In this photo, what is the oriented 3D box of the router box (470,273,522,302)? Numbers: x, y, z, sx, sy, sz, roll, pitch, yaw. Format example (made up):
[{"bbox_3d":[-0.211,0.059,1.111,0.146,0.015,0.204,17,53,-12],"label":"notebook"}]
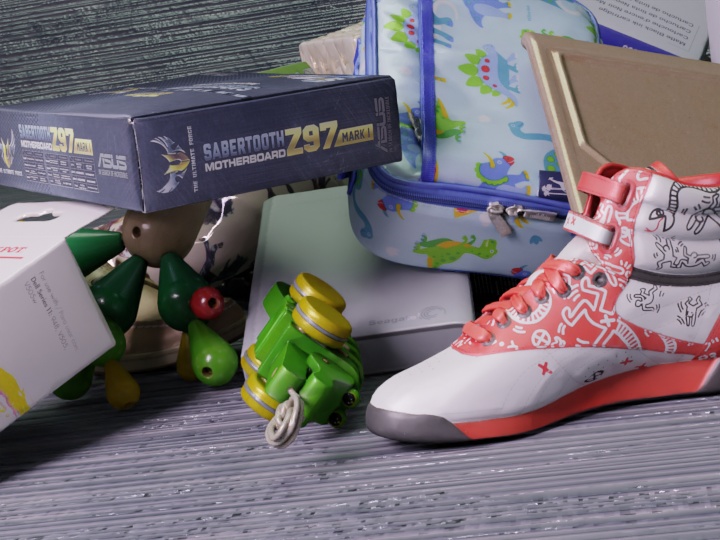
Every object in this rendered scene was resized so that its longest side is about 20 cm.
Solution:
[{"bbox_3d":[0.127,-0.023,1.026,0.148,0.052,0.199,-4,10,36],"label":"router box"}]

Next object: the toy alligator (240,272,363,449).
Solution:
[{"bbox_3d":[-0.022,0.053,0.731,0.054,0.060,0.200,32,12,-13],"label":"toy alligator"}]

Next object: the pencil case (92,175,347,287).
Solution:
[{"bbox_3d":[-0.104,-0.038,1.038,0.199,0.090,0.078,-31,-24,8],"label":"pencil case"}]

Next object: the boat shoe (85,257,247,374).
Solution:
[{"bbox_3d":[-0.162,0.027,0.952,0.198,0.065,0.071,-4,10,26],"label":"boat shoe"}]

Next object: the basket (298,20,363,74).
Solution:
[{"bbox_3d":[0.038,-0.138,1.374,0.123,0.202,0.135,-20,13,-25],"label":"basket"}]

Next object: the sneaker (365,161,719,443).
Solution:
[{"bbox_3d":[0.093,0.010,0.683,0.199,0.109,0.067,-10,9,-7],"label":"sneaker"}]

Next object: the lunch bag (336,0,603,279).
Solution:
[{"bbox_3d":[0.069,-0.090,0.888,0.159,0.083,0.201,8,48,-5],"label":"lunch bag"}]

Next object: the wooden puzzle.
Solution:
[{"bbox_3d":[0.188,-0.053,0.819,0.183,0.037,0.201,7,43,-17],"label":"wooden puzzle"}]

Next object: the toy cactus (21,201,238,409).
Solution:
[{"bbox_3d":[-0.145,-0.001,0.883,0.199,0.103,0.166,12,60,36],"label":"toy cactus"}]

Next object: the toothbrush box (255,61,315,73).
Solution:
[{"bbox_3d":[-0.056,-0.085,1.221,0.086,0.146,0.200,-40,0,17],"label":"toothbrush box"}]

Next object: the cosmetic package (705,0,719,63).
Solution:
[{"bbox_3d":[0.340,-0.127,0.990,0.197,0.202,0.123,-8,9,10],"label":"cosmetic package"}]

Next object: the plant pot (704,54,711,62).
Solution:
[{"bbox_3d":[0.188,-0.127,1.223,0.177,0.202,0.200,11,16,21],"label":"plant pot"}]

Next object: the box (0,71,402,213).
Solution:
[{"bbox_3d":[-0.096,-0.076,0.816,0.157,0.052,0.199,-15,14,-32],"label":"box"}]

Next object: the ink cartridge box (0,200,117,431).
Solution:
[{"bbox_3d":[-0.209,0.040,0.753,0.116,0.068,0.200,1,31,45],"label":"ink cartridge box"}]

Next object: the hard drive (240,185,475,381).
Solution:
[{"bbox_3d":[0.000,0.000,0.901,0.130,0.026,0.200,-8,27,4],"label":"hard drive"}]

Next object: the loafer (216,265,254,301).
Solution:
[{"bbox_3d":[-0.039,-0.011,1.092,0.199,0.069,0.070,-6,-9,29],"label":"loafer"}]

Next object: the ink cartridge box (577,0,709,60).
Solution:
[{"bbox_3d":[0.172,-0.201,1.142,0.198,0.041,0.201,23,43,8],"label":"ink cartridge box"}]
